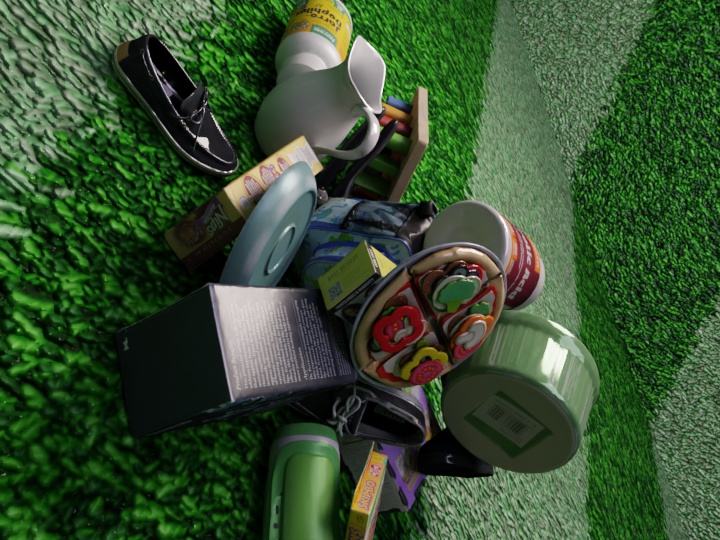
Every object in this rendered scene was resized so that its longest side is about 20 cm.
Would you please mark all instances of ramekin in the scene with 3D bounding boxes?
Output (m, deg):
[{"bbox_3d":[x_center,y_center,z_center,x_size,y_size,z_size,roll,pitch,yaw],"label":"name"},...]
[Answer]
[{"bbox_3d":[0.196,0.161,0.809,0.202,0.197,0.098,56,42,-18],"label":"ramekin"}]

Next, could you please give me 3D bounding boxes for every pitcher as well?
[{"bbox_3d":[-0.056,-0.209,0.901,0.120,0.197,0.176,30,48,-45],"label":"pitcher"}]

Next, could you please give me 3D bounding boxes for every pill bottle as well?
[{"bbox_3d":[0.169,-0.009,0.827,0.199,0.112,0.117,20,55,-57],"label":"pill bottle"},{"bbox_3d":[-0.079,-0.355,1.040,0.113,0.111,0.204,44,39,-33],"label":"pill bottle"}]

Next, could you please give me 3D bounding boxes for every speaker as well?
[{"bbox_3d":[-0.064,0.280,0.702,0.088,0.087,0.205,33,46,-43],"label":"speaker"}]

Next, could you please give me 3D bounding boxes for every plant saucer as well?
[{"bbox_3d":[-0.101,-0.030,0.741,0.027,0.203,0.201,29,34,5],"label":"plant saucer"}]

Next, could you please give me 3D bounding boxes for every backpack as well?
[{"bbox_3d":[0.000,0.000,0.856,0.147,0.196,0.187,-48,138,-38],"label":"backpack"}]

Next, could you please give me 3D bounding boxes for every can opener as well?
[{"bbox_3d":[-0.019,-0.158,0.949,0.063,0.202,0.079,32,23,-10],"label":"can opener"}]

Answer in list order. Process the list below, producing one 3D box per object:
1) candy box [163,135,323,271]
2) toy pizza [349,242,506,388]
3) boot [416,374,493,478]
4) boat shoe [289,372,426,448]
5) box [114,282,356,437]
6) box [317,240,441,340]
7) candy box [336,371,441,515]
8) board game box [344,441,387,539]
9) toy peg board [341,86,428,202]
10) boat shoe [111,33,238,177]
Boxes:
[{"bbox_3d":[-0.136,-0.088,0.778,0.057,0.115,0.201,53,33,-13],"label":"candy box"},{"bbox_3d":[0.081,0.060,0.697,0.199,0.200,0.032,34,14,-42],"label":"toy pizza"},{"bbox_3d":[0.134,0.209,0.929,0.199,0.075,0.173,29,51,-53],"label":"boot"},{"bbox_3d":[-0.012,0.170,0.776,0.195,0.075,0.068,23,14,-5],"label":"boat shoe"},{"bbox_3d":[-0.123,0.091,0.663,0.198,0.146,0.110,6,66,-56],"label":"box"},{"bbox_3d":[0.043,0.047,0.729,0.199,0.075,0.051,36,24,-44],"label":"box"},{"bbox_3d":[0.030,0.207,0.908,0.204,0.070,0.167,65,31,-8],"label":"candy box"},{"bbox_3d":[-0.001,0.304,0.723,0.096,0.029,0.206,-57,154,-64],"label":"board game box"},{"bbox_3d":[0.029,-0.193,1.060,0.095,0.202,0.202,20,37,-10],"label":"toy peg board"},{"bbox_3d":[-0.214,-0.198,0.780,0.201,0.061,0.076,52,33,-29],"label":"boat shoe"}]
